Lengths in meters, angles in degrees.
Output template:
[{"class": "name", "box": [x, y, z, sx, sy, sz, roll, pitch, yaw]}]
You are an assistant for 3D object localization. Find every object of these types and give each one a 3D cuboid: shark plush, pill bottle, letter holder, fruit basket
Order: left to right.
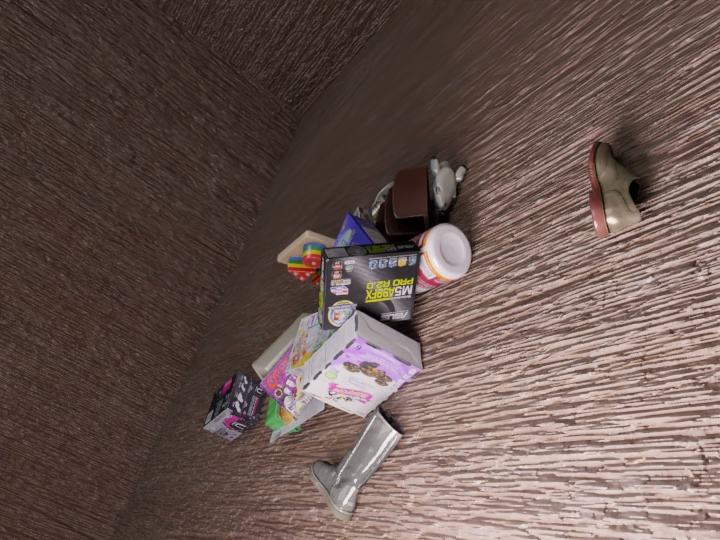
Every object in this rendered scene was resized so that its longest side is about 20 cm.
[{"class": "fruit basket", "box": [-0.151, 0.329, 1.549, 0.197, 0.094, 0.188, -32, 31, 23]}, {"class": "letter holder", "box": [0.099, -0.148, 1.457, 0.138, 0.102, 0.203, -4, 41, 9]}, {"class": "pill bottle", "box": [0.134, -0.017, 1.276, 0.199, 0.111, 0.115, -25, 38, 56]}, {"class": "shark plush", "box": [0.204, -0.177, 1.452, 0.084, 0.088, 0.206, 121, 150, -66]}]

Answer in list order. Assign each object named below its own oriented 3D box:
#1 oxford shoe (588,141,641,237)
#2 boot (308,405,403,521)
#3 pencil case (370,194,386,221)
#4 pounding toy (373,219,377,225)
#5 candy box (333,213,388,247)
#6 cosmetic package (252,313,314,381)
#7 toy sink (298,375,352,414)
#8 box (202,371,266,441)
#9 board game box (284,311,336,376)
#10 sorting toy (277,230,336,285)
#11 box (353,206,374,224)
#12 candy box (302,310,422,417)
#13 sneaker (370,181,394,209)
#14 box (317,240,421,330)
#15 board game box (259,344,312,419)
[{"class": "oxford shoe", "box": [0.391, -0.130, 0.923, 0.073, 0.071, 0.204, -11, 44, 28]}, {"class": "boot", "box": [-0.011, 0.353, 1.176, 0.181, 0.071, 0.204, 31, 97, 56]}, {"class": "pencil case", "box": [0.039, -0.114, 1.673, 0.201, 0.089, 0.078, -51, 11, 17]}, {"class": "pounding toy", "box": [0.006, 0.022, 1.535, 0.183, 0.141, 0.202, -36, 20, 45]}, {"class": "candy box", "box": [0.000, 0.000, 1.320, 0.172, 0.075, 0.201, -64, 31, 20]}, {"class": "cosmetic package", "box": [-0.169, 0.214, 1.543, 0.072, 0.105, 0.200, 0, 36, 49]}, {"class": "toy sink", "box": [-0.043, 0.207, 1.392, 0.130, 0.110, 0.205, -6, 61, 65]}, {"class": "box", "box": [-0.395, 0.435, 1.908, 0.199, 0.113, 0.135, -41, 28, 43]}, {"class": "board game box", "box": [-0.104, 0.163, 1.383, 0.199, 0.034, 0.138, -27, 41, 58]}, {"class": "sorting toy", "box": [-0.121, -0.021, 1.780, 0.199, 0.195, 0.072, -32, 48, 50]}, {"class": "box", "box": [0.016, -0.057, 1.428, 0.042, 0.038, 0.205, 126, 143, -49]}, {"class": "candy box", "box": [0.001, 0.194, 1.218, 0.200, 0.165, 0.073, -46, 29, 33]}, {"class": "sneaker", "box": [0.063, -0.181, 1.738, 0.202, 0.074, 0.089, -53, 9, 20]}, {"class": "box", "box": [0.016, 0.029, 1.189, 0.045, 0.194, 0.164, -122, 33, -54]}, {"class": "board game box", "box": [-0.139, 0.244, 1.472, 0.201, 0.119, 0.032, -49, -4, -29]}]
